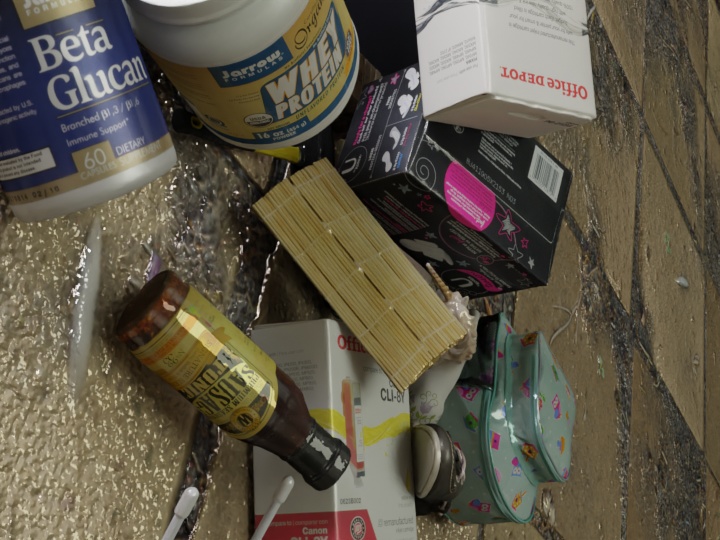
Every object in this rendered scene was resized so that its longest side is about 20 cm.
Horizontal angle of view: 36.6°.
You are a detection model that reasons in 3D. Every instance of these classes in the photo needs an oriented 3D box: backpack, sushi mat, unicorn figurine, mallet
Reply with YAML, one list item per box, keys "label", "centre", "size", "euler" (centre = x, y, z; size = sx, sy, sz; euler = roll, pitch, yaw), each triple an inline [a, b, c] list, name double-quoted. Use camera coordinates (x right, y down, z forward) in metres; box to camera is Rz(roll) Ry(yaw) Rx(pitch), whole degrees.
- label: "backpack"
  centre: [0.144, 0.167, 1.153]
  size: [0.176, 0.152, 0.202]
  euler: [57, 42, -44]
- label: "sushi mat"
  centre: [0.000, 0.000, 0.909]
  size: [0.095, 0.012, 0.201]
  euler: [-35, 82, -35]
- label: "unicorn figurine"
  centre: [0.073, 0.077, 1.022]
  size: [0.138, 0.073, 0.203]
  euler: [-93, -167, -74]
- label: "mallet"
  centre: [-0.087, -0.098, 0.933]
  size: [0.199, 0.041, 0.067]
  euler: [-3, 87, -56]

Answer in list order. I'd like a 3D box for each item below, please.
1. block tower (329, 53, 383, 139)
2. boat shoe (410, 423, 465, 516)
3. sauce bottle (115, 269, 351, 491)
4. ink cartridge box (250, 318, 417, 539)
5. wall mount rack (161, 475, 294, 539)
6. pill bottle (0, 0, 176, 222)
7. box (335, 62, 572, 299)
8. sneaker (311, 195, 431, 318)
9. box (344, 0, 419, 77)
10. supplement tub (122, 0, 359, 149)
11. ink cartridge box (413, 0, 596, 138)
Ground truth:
- label: "block tower"
  centre: [-0.043, -0.197, 1.014]
  size: [0.200, 0.053, 0.059]
  euler: [39, 50, -51]
- label: "boat shoe"
  centre: [0.070, 0.185, 0.998]
  size: [0.200, 0.056, 0.068]
  euler: [109, -20, -65]
- label: "sauce bottle"
  centre: [-0.086, 0.085, 0.791]
  size: [0.200, 0.066, 0.066]
  euler: [42, 43, -20]
- label: "ink cartridge box"
  centre: [-0.021, 0.149, 0.924]
  size: [0.145, 0.082, 0.203]
  euler: [17, 67, -59]
- label: "wall mount rack"
  centre: [-0.101, 0.240, 0.765]
  size: [0.199, 0.074, 0.176]
  euler: [11, 71, -60]
- label: "pill bottle"
  centre: [-0.196, -0.142, 0.668]
  size: [0.111, 0.110, 0.202]
  euler: [-43, 119, -56]
- label: "box"
  centre: [0.086, -0.081, 1.014]
  size: [0.199, 0.114, 0.134]
  euler: [35, 60, -33]
- label: "sneaker"
  centre: [-0.013, -0.001, 0.994]
  size: [0.199, 0.071, 0.081]
  euler: [35, 73, -38]
- label: "box"
  centre: [0.050, -0.306, 1.081]
  size: [0.104, 0.180, 0.202]
  euler: [-41, 118, -57]
- label: "supplement tub"
  centre: [-0.087, -0.188, 0.775]
  size: [0.200, 0.143, 0.147]
  euler: [55, 34, -68]
- label: "ink cartridge box"
  centre: [0.122, -0.226, 0.939]
  size: [0.144, 0.084, 0.203]
  euler: [3, 79, -40]
